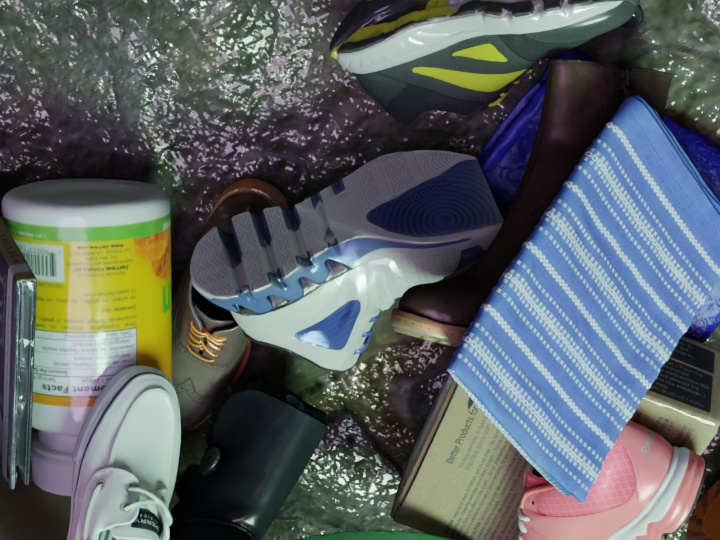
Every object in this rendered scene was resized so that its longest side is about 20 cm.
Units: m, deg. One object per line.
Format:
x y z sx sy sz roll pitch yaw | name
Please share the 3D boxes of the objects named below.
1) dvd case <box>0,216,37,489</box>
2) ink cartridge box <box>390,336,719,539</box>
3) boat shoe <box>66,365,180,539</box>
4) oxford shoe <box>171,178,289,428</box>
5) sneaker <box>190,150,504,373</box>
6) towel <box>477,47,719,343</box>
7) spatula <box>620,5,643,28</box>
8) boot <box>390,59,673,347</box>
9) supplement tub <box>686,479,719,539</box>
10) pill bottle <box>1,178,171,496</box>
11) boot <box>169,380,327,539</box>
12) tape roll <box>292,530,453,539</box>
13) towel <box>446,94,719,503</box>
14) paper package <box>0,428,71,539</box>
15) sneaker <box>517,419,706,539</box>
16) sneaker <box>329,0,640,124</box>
-0.250 0.029 0.978 0.016 0.200 0.149 -5 118 -27 | dvd case
0.129 0.113 0.983 0.164 0.075 0.200 21 133 0 | ink cartridge box
-0.145 0.160 0.918 0.073 0.067 0.201 19 79 -38 | boat shoe
-0.108 0.034 1.013 0.071 0.073 0.201 19 116 0 | oxford shoe
-0.001 0.000 0.947 0.198 0.081 0.115 -16 143 3 | sneaker
0.169 -0.034 0.951 0.200 0.050 0.148 33 116 -6 | towel
0.082 -0.189 0.910 0.199 0.021 0.057 17 131 -2 | spatula
0.103 -0.040 0.861 0.199 0.072 0.167 -3 100 -35 | boot
0.320 0.229 1.005 0.122 0.123 0.200 -34 104 21 | supplement tub
-0.183 0.044 0.990 0.110 0.111 0.201 3 103 8 | pill bottle
-0.079 0.158 0.973 0.076 0.200 0.169 34 81 -20 | boot
0.005 0.247 1.048 0.199 0.048 0.201 -1 148 -1 | tape roll
0.142 0.017 0.842 0.145 0.024 0.200 47 71 -35 | towel
-0.261 0.178 1.033 0.190 0.200 0.104 30 117 -6 | paper package
0.131 0.160 0.938 0.087 0.074 0.200 37 124 -2 | sneaker
0.082 -0.144 0.897 0.199 0.075 0.085 -7 139 32 | sneaker
